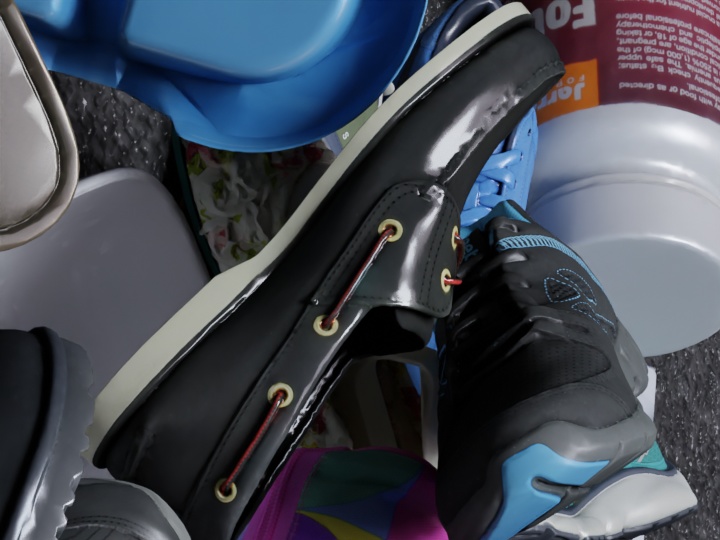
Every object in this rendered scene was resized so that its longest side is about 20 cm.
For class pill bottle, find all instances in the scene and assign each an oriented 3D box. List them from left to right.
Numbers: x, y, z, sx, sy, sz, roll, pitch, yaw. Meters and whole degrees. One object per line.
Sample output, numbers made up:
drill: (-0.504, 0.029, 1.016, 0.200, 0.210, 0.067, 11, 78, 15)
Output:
pill bottle: (0.114, -0.070, 1.075, 0.114, 0.114, 0.201, 44, 38, -45)

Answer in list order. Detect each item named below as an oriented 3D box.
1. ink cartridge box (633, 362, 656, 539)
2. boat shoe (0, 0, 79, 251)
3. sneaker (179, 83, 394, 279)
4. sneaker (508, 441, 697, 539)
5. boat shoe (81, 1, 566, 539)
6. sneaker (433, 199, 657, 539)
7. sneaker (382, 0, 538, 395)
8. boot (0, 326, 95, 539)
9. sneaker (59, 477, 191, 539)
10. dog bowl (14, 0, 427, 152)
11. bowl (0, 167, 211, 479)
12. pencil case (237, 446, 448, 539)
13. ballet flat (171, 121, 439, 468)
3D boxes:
ink cartridge box: (0.070, 0.061, 1.079, 0.199, 0.040, 0.201, 28, 61, -52)
boat shoe: (-0.142, -0.099, 0.680, 0.072, 0.068, 0.201, -18, 99, -25)
sneaker: (-0.025, -0.015, 0.919, 0.090, 0.067, 0.201, 35, 52, -43)
sneaker: (0.061, 0.085, 0.981, 0.200, 0.077, 0.080, -6, 70, -58)
boat shoe: (0.000, 0.001, 0.752, 0.201, 0.063, 0.074, -48, 170, -17)
sneaker: (0.045, 0.031, 0.773, 0.082, 0.073, 0.200, 59, 8, -5)
sneaker: (0.037, -0.029, 0.970, 0.066, 0.079, 0.201, 13, 48, -11)
boot: (-0.173, 0.049, 0.542, 0.199, 0.066, 0.166, 28, 65, -20)
sneaker: (-0.125, 0.129, 0.629, 0.076, 0.200, 0.079, 55, -4, -12)
dog bowl: (-0.074, -0.106, 0.764, 0.050, 0.199, 0.112, -36, 142, -83)
bowl: (-0.110, 0.085, 0.766, 0.200, 0.074, 0.201, -39, 116, -53)
pencil case: (-0.026, 0.145, 0.745, 0.089, 0.088, 0.201, 56, 40, -36)
ballet flat: (-0.003, 0.020, 0.835, 0.076, 0.064, 0.201, -46, 124, -48)
